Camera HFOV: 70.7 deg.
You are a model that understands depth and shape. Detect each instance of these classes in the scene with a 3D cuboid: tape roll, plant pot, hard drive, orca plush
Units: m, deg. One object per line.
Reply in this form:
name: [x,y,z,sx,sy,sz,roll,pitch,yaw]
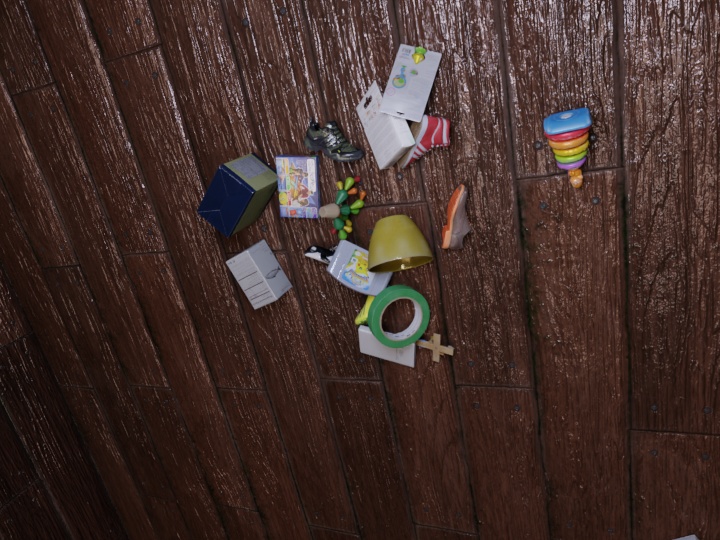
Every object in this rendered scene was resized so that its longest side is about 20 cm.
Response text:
tape roll: [0.122,0.148,1.628,0.200,0.048,0.201,-5,107,-17]
plant pot: [0.109,-0.085,1.534,0.199,0.200,0.143,-16,78,28]
hard drive: [0.093,0.262,1.752,0.199,0.027,0.132,13,136,17]
orca plush: [-0.082,-0.051,1.684,0.199,0.105,0.071,19,87,18]

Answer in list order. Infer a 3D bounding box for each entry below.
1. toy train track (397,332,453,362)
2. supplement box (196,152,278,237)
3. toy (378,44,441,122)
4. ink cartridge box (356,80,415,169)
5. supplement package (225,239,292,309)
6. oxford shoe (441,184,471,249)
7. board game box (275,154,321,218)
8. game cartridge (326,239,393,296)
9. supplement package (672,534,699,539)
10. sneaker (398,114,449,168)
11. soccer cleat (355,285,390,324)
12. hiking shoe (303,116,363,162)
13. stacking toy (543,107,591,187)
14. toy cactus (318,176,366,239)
toy train track: [0.220,0.241,1.709,0.199,0.033,0.115,13,124,24]
supplement box: [-0.388,-0.248,1.648,0.134,0.200,0.200,40,122,1]
toy: [0.133,-0.495,1.357,0.115,0.047,0.201,17,85,7]
ink cartridge box: [0.066,-0.408,1.432,0.161,0.050,0.201,-30,79,66]
supplement package: [-0.357,0.014,1.802,0.117,0.117,0.200,-24,102,30]
oxford shoe: [0.291,-0.155,1.488,0.073,0.071,0.201,8,122,-2]
board game box: [-0.198,-0.270,1.640,0.135,0.034,0.201,4,114,10]
game cartridge: [0.000,0.000,1.629,0.199,0.040,0.134,25,84,-3]
supplement package: [1.065,0.981,1.629,0.156,0.111,0.200,-38,95,32]
sneaker: [0.182,-0.356,1.432,0.112,0.071,0.200,-1,155,-18]
soccer cleat: [0.042,0.113,1.719,0.200,0.065,0.084,-48,59,36]
hiking shoe: [-0.080,-0.393,1.524,0.199,0.076,0.101,21,123,14]
stacking toy: [0.539,-0.302,1.299,0.109,0.116,0.200,-7,123,26]
toy cactus: [-0.066,-0.193,1.566,0.102,0.165,0.201,34,118,30]
